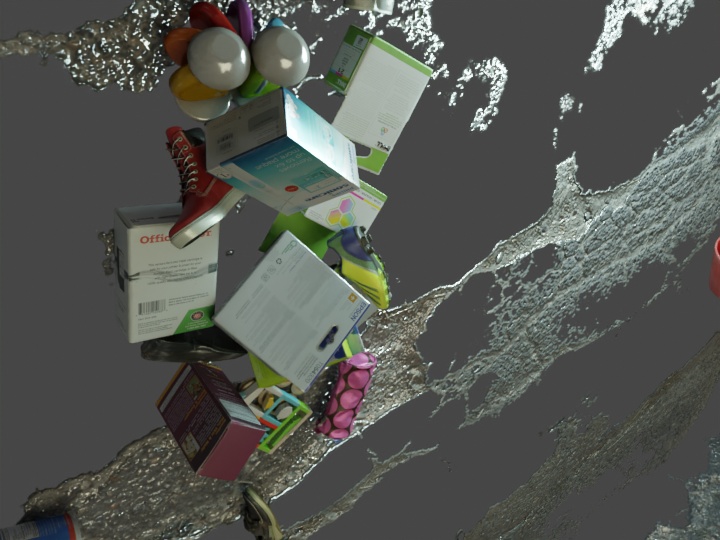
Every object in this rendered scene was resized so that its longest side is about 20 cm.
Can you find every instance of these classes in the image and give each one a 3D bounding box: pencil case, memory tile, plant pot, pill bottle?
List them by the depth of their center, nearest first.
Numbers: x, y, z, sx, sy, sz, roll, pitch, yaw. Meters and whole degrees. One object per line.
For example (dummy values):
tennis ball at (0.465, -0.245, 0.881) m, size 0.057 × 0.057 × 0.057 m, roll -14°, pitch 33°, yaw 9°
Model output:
pill bottle at (-0.586, 0.491, 1.125) m, size 0.199 × 0.112 × 0.113 m, roll -3°, pitch 118°, yaw -37°
memory tile at (-0.170, 0.235, 1.345) m, size 0.200 × 0.017 × 0.153 m, roll -50°, pitch 135°, yaw 6°
pencil case at (-0.035, 0.267, 1.436) m, size 0.093 × 0.091 × 0.201 m, roll 7°, pitch 110°, yaw -33°
plant pot at (1.265, 0.000, 2.218) m, size 0.200 × 0.200 × 0.178 m, roll -31°, pitch 142°, yaw -19°

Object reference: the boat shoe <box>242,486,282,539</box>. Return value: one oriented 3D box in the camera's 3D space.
boat shoe at (-0.226, 0.556, 1.473) m, size 0.065 × 0.073 × 0.201 m, roll -35°, pitch 133°, yaw -22°

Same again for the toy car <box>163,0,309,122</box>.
toy car at (-0.179, -0.306, 0.939) m, size 0.199 × 0.175 × 0.151 m, roll -13°, pitch 85°, yaw -28°

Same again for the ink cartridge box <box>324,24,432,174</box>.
ink cartridge box at (0.009, -0.284, 1.125) m, size 0.147 × 0.076 × 0.201 m, roll 14°, pitch 111°, yaw -42°

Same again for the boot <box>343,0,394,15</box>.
boot at (0.002, -0.503, 1.007) m, size 0.181 × 0.073 × 0.201 m, roll 0°, pitch 123°, yaw -36°

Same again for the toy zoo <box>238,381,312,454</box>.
toy zoo at (-0.200, 0.292, 1.339) m, size 0.131 × 0.020 × 0.200 m, roll -45°, pitch 136°, yaw 2°

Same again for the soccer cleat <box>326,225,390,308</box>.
soccer cleat at (0.000, -0.001, 1.217) m, size 0.083 × 0.065 × 0.201 m, roll -18°, pitch 132°, yaw 9°

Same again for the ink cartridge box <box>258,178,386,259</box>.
ink cartridge box at (-0.067, -0.086, 1.196) m, size 0.148 × 0.076 × 0.201 m, roll 24°, pitch 99°, yaw -44°

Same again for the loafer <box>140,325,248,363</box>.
loafer at (-0.290, 0.131, 1.173) m, size 0.199 × 0.073 × 0.072 m, roll 15°, pitch 128°, yaw -39°

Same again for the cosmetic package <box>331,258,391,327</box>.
cosmetic package at (-0.047, 0.067, 1.302) m, size 0.200 × 0.090 × 0.107 m, roll -42°, pitch 134°, yaw -13°

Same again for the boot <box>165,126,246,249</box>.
boot at (-0.251, -0.128, 0.955) m, size 0.072 × 0.200 × 0.144 m, roll -28°, pitch 111°, yaw 28°

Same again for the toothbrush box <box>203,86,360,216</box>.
toothbrush box at (-0.113, -0.170, 0.997) m, size 0.146 × 0.086 × 0.200 m, roll -17°, pitch 158°, yaw 25°

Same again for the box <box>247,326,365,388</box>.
box at (-0.105, 0.124, 1.198) m, size 0.199 × 0.122 × 0.048 m, roll -21°, pitch 169°, yaw 11°

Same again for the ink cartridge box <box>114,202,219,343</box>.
ink cartridge box at (-0.309, -0.002, 1.055) m, size 0.146 × 0.083 × 0.201 m, roll -9°, pitch 122°, yaw -35°

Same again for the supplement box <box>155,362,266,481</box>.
supplement box at (-0.266, 0.258, 1.166) m, size 0.086 × 0.200 × 0.111 m, roll 30°, pitch 96°, yaw -45°

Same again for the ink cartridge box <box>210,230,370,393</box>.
ink cartridge box at (-0.116, 0.070, 1.128) m, size 0.200 × 0.043 × 0.197 m, roll 42°, pitch 72°, yaw -13°

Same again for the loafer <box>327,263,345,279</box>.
loafer at (-0.119, 0.022, 1.212) m, size 0.199 × 0.075 × 0.070 m, roll -20°, pitch 98°, yaw -21°
